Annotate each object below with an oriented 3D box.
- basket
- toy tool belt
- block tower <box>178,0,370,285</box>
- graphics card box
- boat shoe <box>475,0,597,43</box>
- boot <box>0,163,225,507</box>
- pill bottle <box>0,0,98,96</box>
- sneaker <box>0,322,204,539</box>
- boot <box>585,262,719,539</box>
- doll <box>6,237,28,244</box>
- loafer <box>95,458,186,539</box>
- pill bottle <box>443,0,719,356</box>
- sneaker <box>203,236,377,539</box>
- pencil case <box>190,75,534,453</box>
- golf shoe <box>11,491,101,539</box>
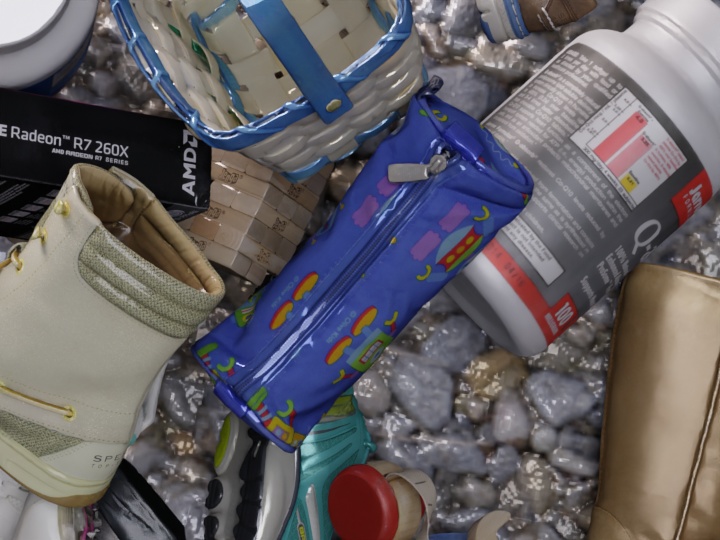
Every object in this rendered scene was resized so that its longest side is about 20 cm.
[{"bbox_3d":[-0.054,-0.141,1.332,0.139,0.200,0.176,-31,58,0],"label":"basket"},{"bbox_3d":[0.048,0.191,1.446,0.123,0.125,0.200,-13,96,-45],"label":"toy tool belt"},{"bbox_3d":[-0.037,-0.093,1.460,0.058,0.054,0.200,23,84,30],"label":"block tower"},{"bbox_3d":[-0.190,-0.055,1.378,0.200,0.125,0.051,10,74,-30],"label":"graphics card box"},{"bbox_3d":[0.087,-0.229,1.479,0.072,0.072,0.200,-10,99,9],"label":"boat shoe"},{"bbox_3d":[-0.174,0.002,1.320,0.200,0.072,0.155,37,119,7],"label":"boot"},{"bbox_3d":[-0.190,-0.143,1.380,0.112,0.200,0.112,0,87,-6],"label":"pill bottle"},{"bbox_3d":[-0.153,0.082,1.400,0.075,0.088,0.200,29,94,-48],"label":"sneaker"},{"bbox_3d":[0.211,0.111,1.485,0.175,0.066,0.200,15,84,-6],"label":"boot"},{"bbox_3d":[-0.240,-0.006,1.444,0.136,0.048,0.200,-14,91,-17],"label":"doll"},{"bbox_3d":[-0.098,0.195,1.446,0.072,0.073,0.200,-39,83,2],"label":"loafer"},{"bbox_3d":[0.125,-0.057,1.456,0.200,0.116,0.116,-42,92,-6],"label":"pill bottle"},{"bbox_3d":[-0.031,0.079,1.464,0.080,0.077,0.200,16,82,-33],"label":"sneaker"},{"bbox_3d":[0.000,0.000,1.363,0.078,0.087,0.200,44,99,13],"label":"pencil case"},{"bbox_3d":[-0.185,0.191,1.393,0.092,0.073,0.200,11,118,-7],"label":"golf shoe"}]
